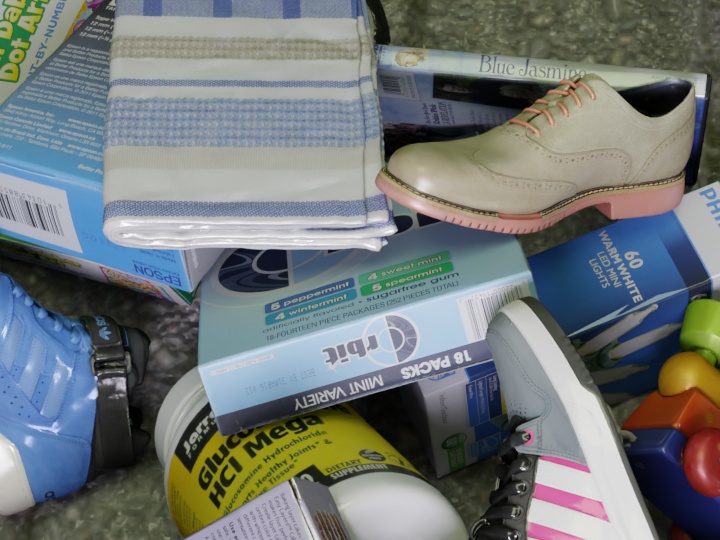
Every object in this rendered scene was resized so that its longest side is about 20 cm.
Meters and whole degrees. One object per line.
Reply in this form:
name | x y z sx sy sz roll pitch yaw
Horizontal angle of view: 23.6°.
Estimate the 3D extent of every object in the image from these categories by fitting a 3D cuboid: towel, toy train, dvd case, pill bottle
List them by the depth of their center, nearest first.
pill bottle | -0.034 0.119 0.885 0.112 0.113 0.200 -33 31 -12
toy train | 0.167 0.063 0.890 0.084 0.200 0.116 -12 45 53
towel | -0.060 -0.087 0.903 0.145 0.024 0.201 0 48 -5
dvd case | 0.101 -0.089 1.008 0.198 0.143 0.018 6 74 10

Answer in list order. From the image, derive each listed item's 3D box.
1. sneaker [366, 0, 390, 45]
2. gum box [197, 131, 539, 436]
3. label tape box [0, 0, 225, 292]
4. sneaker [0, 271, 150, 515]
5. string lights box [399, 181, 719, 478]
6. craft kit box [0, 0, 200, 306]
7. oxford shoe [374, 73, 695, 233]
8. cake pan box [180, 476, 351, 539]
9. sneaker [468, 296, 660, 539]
sneaker | -0.040 -0.092 1.083 0.088 0.077 0.202 -9 56 38
gum box | 0.000 0.000 0.918 0.168 0.045 0.200 -16 24 4
label tape box | -0.108 -0.090 0.975 0.142 0.067 0.200 15 46 23
sneaker | -0.178 0.031 0.958 0.110 0.202 0.077 -18 19 -11
string lights box | 0.119 0.033 0.958 0.198 0.103 0.059 -22 58 -6
craft kit box | -0.159 -0.097 1.065 0.196 0.049 0.202 12 73 25
oxford shoe | 0.092 -0.067 0.878 0.199 0.075 0.071 -10 33 -39
cake pan box | -0.057 0.218 0.740 0.183 0.052 0.201 -33 69 14
sneaker | 0.064 0.120 0.777 0.120 0.084 0.202 -19 71 -5
